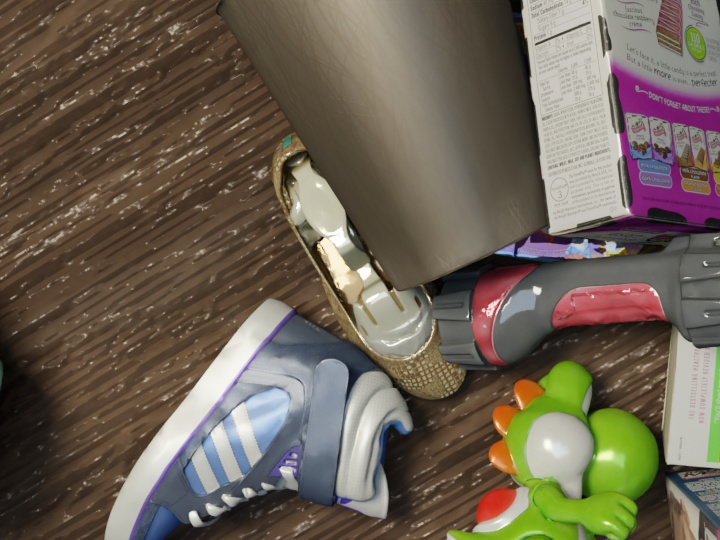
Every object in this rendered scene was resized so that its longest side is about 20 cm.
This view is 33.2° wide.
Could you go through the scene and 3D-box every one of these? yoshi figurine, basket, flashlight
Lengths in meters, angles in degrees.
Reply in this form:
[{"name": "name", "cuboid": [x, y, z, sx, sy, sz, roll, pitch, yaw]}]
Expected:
[{"name": "yoshi figurine", "cuboid": [0.132, 0.155, 0.737, 0.111, 0.112, 0.202, -9, 52, 39]}, {"name": "basket", "cuboid": [0.032, -0.102, 0.718, 0.179, 0.136, 0.202, -25, 92, 25]}, {"name": "flashlight", "cuboid": [0.141, 0.024, 0.723, 0.198, 0.068, 0.068, -4, 129, 35]}]

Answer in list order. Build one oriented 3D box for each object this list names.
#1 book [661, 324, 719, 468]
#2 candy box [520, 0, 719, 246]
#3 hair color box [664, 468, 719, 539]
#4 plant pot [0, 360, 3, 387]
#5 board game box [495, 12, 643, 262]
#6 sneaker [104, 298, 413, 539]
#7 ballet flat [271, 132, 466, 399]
[{"name": "book", "cuboid": [0.291, 0.057, 0.735, 0.197, 0.048, 0.135, 4, 109, 9]}, {"name": "candy box", "cuboid": [0.160, -0.120, 0.713, 0.061, 0.135, 0.203, -13, 78, 45]}, {"name": "hair color box", "cuboid": [0.225, 0.179, 0.692, 0.060, 0.200, 0.101, -7, 90, 5]}, {"name": "plant pot", "cuboid": [-0.309, 0.090, 0.762, 0.133, 0.200, 0.202, 25, 93, -22]}, {"name": "board game box", "cuboid": [0.112, -0.087, 0.780, 0.197, 0.039, 0.160, 9, 92, 5]}, {"name": "sneaker", "cuboid": [-0.056, 0.135, 0.778, 0.146, 0.081, 0.201, 36, 90, 6]}, {"name": "ballet flat", "cuboid": [0.000, 0.000, 0.780, 0.070, 0.065, 0.201, -36, 87, 7]}]
